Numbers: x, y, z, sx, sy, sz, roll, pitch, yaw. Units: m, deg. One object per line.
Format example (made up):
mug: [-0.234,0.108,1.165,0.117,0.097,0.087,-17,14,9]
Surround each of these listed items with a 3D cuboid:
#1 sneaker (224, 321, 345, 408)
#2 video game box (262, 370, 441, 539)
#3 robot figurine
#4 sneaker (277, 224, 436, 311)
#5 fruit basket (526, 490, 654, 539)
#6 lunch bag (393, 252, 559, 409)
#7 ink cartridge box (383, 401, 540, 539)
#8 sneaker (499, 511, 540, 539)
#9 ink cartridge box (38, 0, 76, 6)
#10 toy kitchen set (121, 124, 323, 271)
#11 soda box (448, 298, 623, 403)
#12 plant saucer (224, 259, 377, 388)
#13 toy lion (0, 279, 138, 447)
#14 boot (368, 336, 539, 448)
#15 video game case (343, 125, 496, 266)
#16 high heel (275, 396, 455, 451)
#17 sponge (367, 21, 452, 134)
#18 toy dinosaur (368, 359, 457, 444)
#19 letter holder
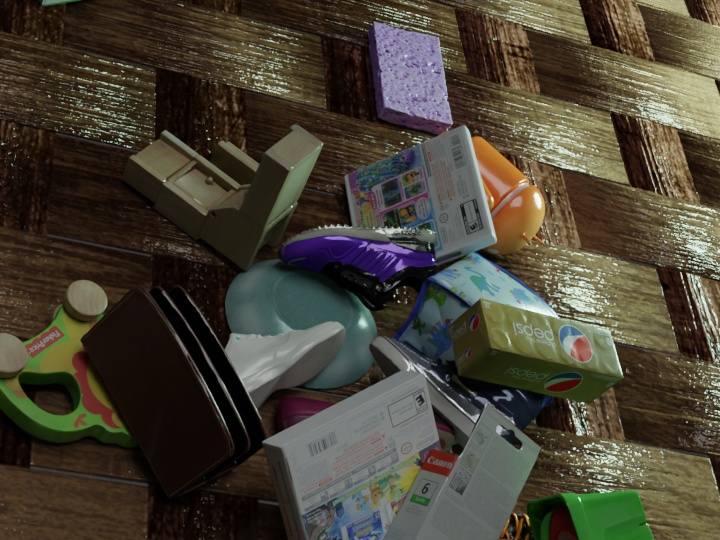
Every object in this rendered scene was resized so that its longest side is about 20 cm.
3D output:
sneaker: [-0.109,0.097,1.647,0.200,0.075,0.088,-29,59,-30]
video game box: [0.005,0.227,1.529,0.200,0.047,0.183,-23,105,-35]
robot figurine: [0.168,-0.102,1.966,0.200,0.144,0.117,43,60,14]
sneaker: [0.000,0.000,1.758,0.200,0.070,0.100,-1,78,-12]
fruit basket: [0.211,0.341,1.523,0.215,0.156,0.216,3,77,-11]
lunch bag: [0.166,0.086,1.759,0.200,0.128,0.170,32,25,14]
ink cartridge box: [0.108,0.250,1.553,0.109,0.050,0.200,41,69,-33]
sneaker: [0.190,0.304,1.627,0.200,0.077,0.078,15,47,-13]
ink cartridge box: [-0.425,-0.473,2.012,0.145,0.084,0.200,-19,61,-40]
toy kitchen set: [-0.152,-0.149,1.788,0.200,0.181,0.163,36,42,9]
soda box: [0.199,0.093,1.632,0.200,0.064,0.068,13,49,-32]
plant saucer: [-0.064,0.052,1.751,0.201,0.039,0.201,16,45,-16]
toy lion: [-0.290,0.119,1.557,0.192,0.069,0.200,46,45,6]
boot: [0.108,0.128,1.660,0.200,0.073,0.090,43,73,10]
video game case: [0.074,-0.082,1.875,0.024,0.182,0.200,52,22,-47]
high heel: [0.005,0.170,1.637,0.199,0.068,0.096,3,34,-14]
sponge: [0.073,-0.289,2.152,0.111,0.030,0.200,12,46,-19]
toy dinosaur: [0.064,0.197,1.689,0.101,0.058,0.200,-8,58,-14]
letter holder: [-0.179,0.112,1.509,0.100,0.142,0.200,-22,77,-45]
